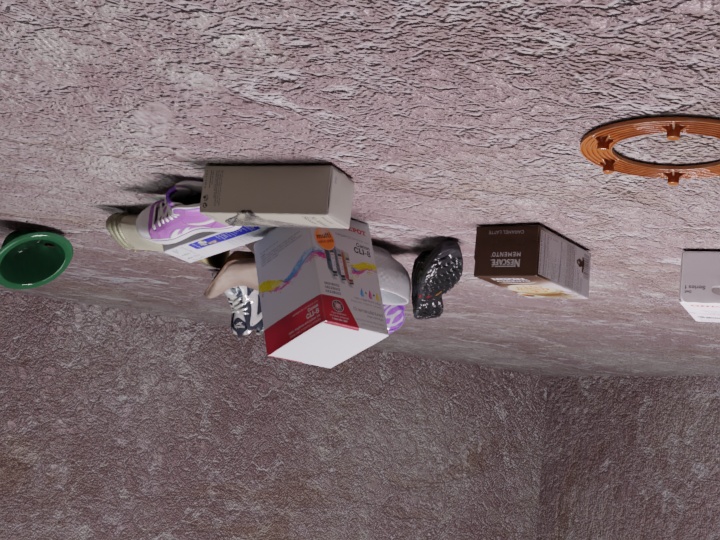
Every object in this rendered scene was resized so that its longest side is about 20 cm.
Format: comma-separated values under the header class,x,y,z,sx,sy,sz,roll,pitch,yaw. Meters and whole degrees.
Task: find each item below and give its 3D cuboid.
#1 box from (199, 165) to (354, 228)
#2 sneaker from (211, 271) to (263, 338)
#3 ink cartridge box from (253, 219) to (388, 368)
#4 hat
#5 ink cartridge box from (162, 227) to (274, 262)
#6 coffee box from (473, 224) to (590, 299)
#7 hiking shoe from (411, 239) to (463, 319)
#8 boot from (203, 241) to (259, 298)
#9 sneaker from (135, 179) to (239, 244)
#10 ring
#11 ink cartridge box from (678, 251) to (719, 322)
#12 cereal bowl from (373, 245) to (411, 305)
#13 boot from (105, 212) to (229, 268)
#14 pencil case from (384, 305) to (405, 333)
class,x,y,z,sx,sy,sz,roll,pitch,yaw
box,-0.113,-0.099,1.322,0.196,0.070,0.082,3,170,25
sneaker,-0.287,0.089,2.321,0.078,0.132,0.198,3,160,37
ink cartridge box,-0.065,0.027,1.549,0.144,0.203,0.144,15,144,-42
hat,-0.710,-0.075,2.042,0.199,0.178,0.165,-40,147,21
ink cartridge box,-0.214,-0.065,1.581,0.196,0.040,0.099,-16,165,13
coffee box,0.275,-0.010,1.551,0.113,0.081,0.199,-1,168,37
hiking shoe,0.121,-0.002,1.708,0.074,0.102,0.201,-3,145,-18
boot,-0.170,0.014,1.716,0.145,0.071,0.201,35,121,-8
sneaker,-0.280,-0.097,1.475,0.197,0.074,0.114,-10,161,26
ring,0.332,-0.122,1.038,0.196,0.020,0.201,7,170,1
ink cartridge box,0.595,0.030,1.558,0.142,0.086,0.199,2,170,27
cereal bowl,0.000,0.000,1.774,0.196,0.085,0.200,10,170,2
boot,-0.337,-0.056,1.731,0.152,0.074,0.199,1,164,29
pencil case,0.057,0.126,2.534,0.085,0.085,0.200,-28,-179,-14
